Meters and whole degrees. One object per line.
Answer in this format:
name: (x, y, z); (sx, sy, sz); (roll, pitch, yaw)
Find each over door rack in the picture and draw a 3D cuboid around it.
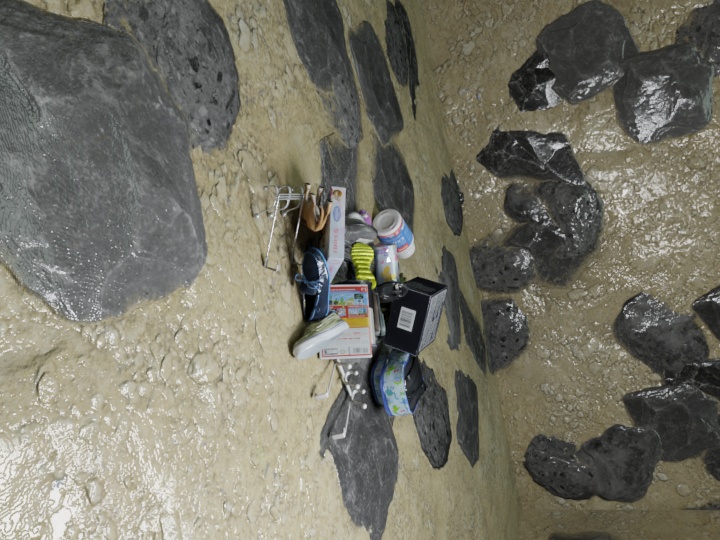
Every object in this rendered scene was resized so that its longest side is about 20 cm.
over door rack: (-0.194, -0.105, 1.379); (0.148, 0.066, 0.201); (-20, 113, -68)
over door rack: (-0.041, 0.331, 1.533); (0.200, 0.066, 0.148); (-58, 133, -58)

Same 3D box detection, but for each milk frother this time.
milk frother: (0.033, 0.127, 1.638); (0.180, 0.199, 0.189); (24, 60, -64)

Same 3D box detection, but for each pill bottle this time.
pill bottle: (0.130, -0.127, 2.091); (0.200, 0.112, 0.113); (48, 39, -51)

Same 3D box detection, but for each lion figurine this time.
lion figurine: (-0.121, -0.145, 1.452); (0.200, 0.072, 0.123); (-105, -152, -65)

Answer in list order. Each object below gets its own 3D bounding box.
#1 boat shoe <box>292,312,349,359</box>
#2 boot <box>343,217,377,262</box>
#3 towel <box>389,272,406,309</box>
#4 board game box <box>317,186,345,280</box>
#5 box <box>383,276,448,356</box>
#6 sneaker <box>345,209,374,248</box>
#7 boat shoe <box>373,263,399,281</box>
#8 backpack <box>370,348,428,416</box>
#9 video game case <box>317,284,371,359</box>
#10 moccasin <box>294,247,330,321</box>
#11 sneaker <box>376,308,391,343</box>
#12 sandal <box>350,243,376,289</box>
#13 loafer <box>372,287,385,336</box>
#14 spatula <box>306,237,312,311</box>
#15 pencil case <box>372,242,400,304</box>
boat shoe: (-0.110, 0.166, 1.453); (0.062, 0.072, 0.200); (46, 34, 16)
boot: (-0.033, -0.082, 1.705); (0.200, 0.070, 0.132); (13, 68, -36)
towel: (0.132, 0.117, 2.038); (0.148, 0.036, 0.201); (-37, 131, -71)
board game box: (-0.080, -0.088, 1.516); (0.200, 0.041, 0.201); (123, -30, -66)
box: (0.178, 0.141, 1.826); (0.198, 0.123, 0.201); (-16, 121, -64)
sneaker: (-0.009, -0.159, 1.838); (0.201, 0.072, 0.115); (60, 25, -62)
boat shoe: (0.088, 0.002, 1.990); (0.201, 0.072, 0.061); (-67, 145, -49)
backpack: (0.117, 0.361, 1.815); (0.200, 0.147, 0.184); (-52, 130, -66)
video game case: (-0.045, 0.138, 1.547); (0.017, 0.143, 0.201); (132, -44, -71)
moccasin: (-0.117, 0.044, 1.433); (0.068, 0.080, 0.201); (-27, 122, -39)
sneaker: (0.081, 0.175, 1.886); (0.200, 0.084, 0.075); (-55, 131, -60)
sandal: (0.000, 0.000, 1.800); (0.087, 0.079, 0.200); (111, -17, -50)
loafer: (0.033, 0.119, 1.821); (0.072, 0.063, 0.200); (94, -13, -53)
spatula: (-0.132, 0.010, 1.523); (0.056, 0.021, 0.201); (16, 66, -61)
pencil case: (0.088, 0.008, 1.865); (0.091, 0.083, 0.201); (-83, 166, -83)
